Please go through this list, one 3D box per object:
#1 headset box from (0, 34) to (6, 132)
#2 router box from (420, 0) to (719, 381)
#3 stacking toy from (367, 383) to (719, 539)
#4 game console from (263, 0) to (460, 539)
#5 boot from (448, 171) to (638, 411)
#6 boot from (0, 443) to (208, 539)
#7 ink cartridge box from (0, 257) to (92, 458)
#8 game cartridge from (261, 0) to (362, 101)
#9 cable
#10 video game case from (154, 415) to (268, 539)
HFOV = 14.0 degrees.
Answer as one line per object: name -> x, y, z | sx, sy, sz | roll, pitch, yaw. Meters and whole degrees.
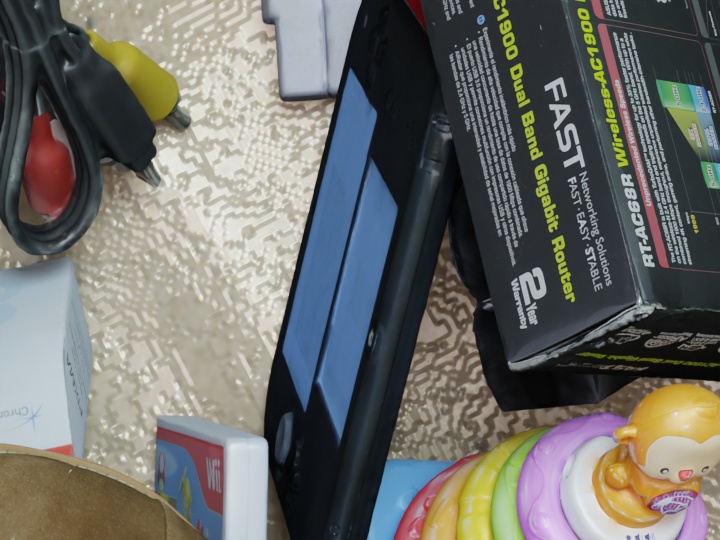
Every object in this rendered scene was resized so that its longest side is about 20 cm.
headset box -> -0.215, -0.081, 1.114 | 0.199, 0.149, 0.077 | -29, 68, 3
router box -> 0.098, -0.063, 0.990 | 0.062, 0.149, 0.201 | -28, 66, 40
stacking toy -> 0.081, 0.089, 1.023 | 0.116, 0.200, 0.110 | 4, 64, -19
game console -> 0.000, 0.000, 1.079 | 0.031, 0.177, 0.201 | 11, 106, -7
boot -> 0.093, -0.050, 1.076 | 0.066, 0.200, 0.165 | -26, 88, 42
boot -> -0.058, 0.117, 0.989 | 0.200, 0.075, 0.074 | 34, 71, -26
ink cartridge box -> -0.185, 0.064, 1.092 | 0.159, 0.200, 0.047 | -11, 111, 1
game cartridge -> 0.021, -0.171, 1.163 | 0.129, 0.038, 0.201 | -3, 90, 8
cable -> -0.125, -0.082, 1.096 | 0.050, 0.200, 0.097 | 31, 70, 38
video game case -> -0.060, 0.160, 1.115 | 0.017, 0.143, 0.201 | 2, 90, -14
